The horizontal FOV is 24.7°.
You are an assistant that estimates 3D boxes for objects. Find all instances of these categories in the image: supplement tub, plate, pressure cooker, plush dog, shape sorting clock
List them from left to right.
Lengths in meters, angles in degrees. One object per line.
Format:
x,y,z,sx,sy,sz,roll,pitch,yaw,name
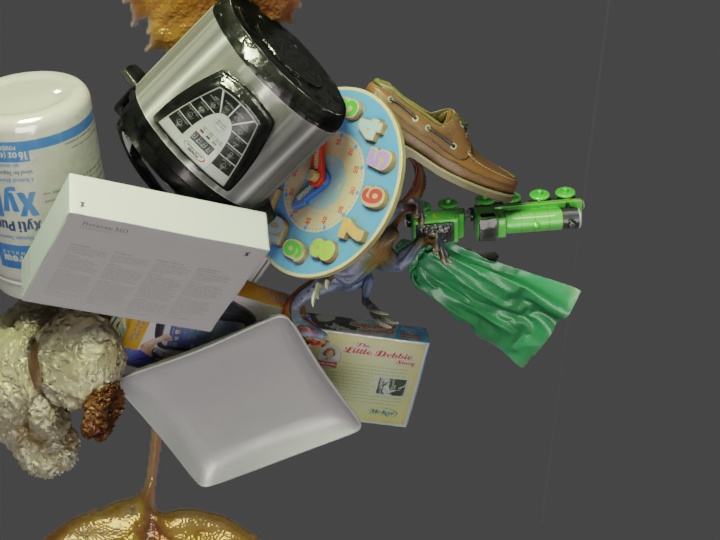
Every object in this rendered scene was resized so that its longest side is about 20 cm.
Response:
-0.320,-0.086,1.644,0.132,0.132,0.201,-8,119,-4,supplement tub
-0.317,0.098,1.680,0.171,0.201,0.160,-19,159,22,plush dog
-0.134,-0.143,1.614,0.200,0.176,0.179,-42,140,16,pressure cooker
-0.126,0.134,1.739,0.200,0.032,0.200,-21,131,13,plate
-0.037,-0.090,1.650,0.039,0.200,0.200,22,116,-43,shape sorting clock

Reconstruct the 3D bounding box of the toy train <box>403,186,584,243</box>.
0.146,-0.056,1.769,0.199,0.056,0.042,-5,120,-5,toy train

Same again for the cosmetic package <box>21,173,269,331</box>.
-0.208,-0.014,1.580,0.200,0.052,0.151,11,144,-25,cosmetic package

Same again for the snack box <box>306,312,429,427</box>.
-0.032,0.109,1.847,0.199,0.037,0.116,8,118,-12,snack box

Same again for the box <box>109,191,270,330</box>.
-0.186,0.013,1.758,0.116,0.060,0.200,27,113,-21,box

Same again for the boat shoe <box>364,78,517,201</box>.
0.086,-0.134,1.707,0.200,0.072,0.068,23,98,-22,boat shoe

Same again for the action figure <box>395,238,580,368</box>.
0.126,0.016,1.808,0.200,0.055,0.118,27,114,-13,action figure

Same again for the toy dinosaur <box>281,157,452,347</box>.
0.000,0.000,1.716,0.181,0.200,0.105,-25,118,19,toy dinosaur

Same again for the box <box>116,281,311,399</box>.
-0.149,0.065,1.735,0.200,0.042,0.119,18,116,-21,box
